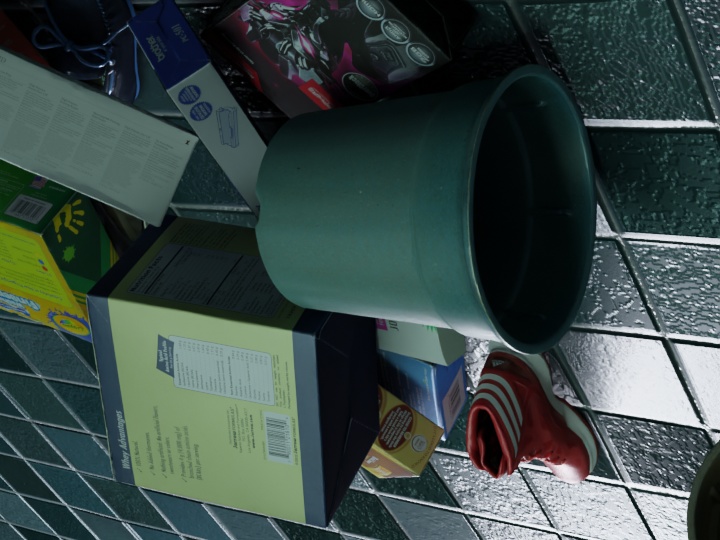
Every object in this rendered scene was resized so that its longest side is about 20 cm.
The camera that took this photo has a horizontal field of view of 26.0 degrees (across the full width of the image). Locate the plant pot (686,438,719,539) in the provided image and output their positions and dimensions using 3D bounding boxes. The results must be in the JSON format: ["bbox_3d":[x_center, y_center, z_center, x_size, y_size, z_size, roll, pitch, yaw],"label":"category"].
[{"bbox_3d":[0.387,0.235,1.297,0.200,0.201,0.184,13,158,29],"label":"plant pot"}]

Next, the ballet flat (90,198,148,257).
[{"bbox_3d":[-0.247,-0.079,1.517,0.073,0.073,0.200,9,138,34],"label":"ballet flat"}]

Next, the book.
[{"bbox_3d":[0.000,0.000,1.335,0.200,0.048,0.134,10,121,47],"label":"book"}]

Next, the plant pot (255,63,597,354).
[{"bbox_3d":[0.041,-0.043,1.132,0.195,0.201,0.201,1,140,32],"label":"plant pot"}]

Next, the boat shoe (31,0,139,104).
[{"bbox_3d":[-0.227,-0.185,1.322,0.084,0.069,0.200,18,148,21],"label":"boat shoe"}]

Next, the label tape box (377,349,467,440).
[{"bbox_3d":[0.000,0.074,1.513,0.199,0.063,0.144,20,150,20],"label":"label tape box"}]

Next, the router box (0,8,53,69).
[{"bbox_3d":[-0.357,-0.206,1.357,0.180,0.049,0.200,50,162,-15],"label":"router box"}]

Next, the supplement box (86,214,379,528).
[{"bbox_3d":[-0.101,0.081,1.306,0.199,0.134,0.201,10,124,18],"label":"supplement box"}]

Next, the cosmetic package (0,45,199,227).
[{"bbox_3d":[-0.239,-0.114,1.265,0.199,0.083,0.051,24,-172,-13],"label":"cosmetic package"}]

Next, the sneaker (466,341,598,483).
[{"bbox_3d":[0.149,0.163,1.456,0.078,0.116,0.200,1,139,42],"label":"sneaker"}]

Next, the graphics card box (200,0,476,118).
[{"bbox_3d":[-0.021,-0.180,1.158,0.125,0.051,0.200,42,148,-18],"label":"graphics card box"}]

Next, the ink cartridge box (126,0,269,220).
[{"bbox_3d":[-0.113,-0.122,1.263,0.094,0.044,0.200,58,-179,39],"label":"ink cartridge box"}]

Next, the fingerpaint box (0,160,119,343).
[{"bbox_3d":[-0.335,-0.029,1.527,0.199,0.073,0.167,17,146,29],"label":"fingerpaint box"}]

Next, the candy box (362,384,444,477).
[{"bbox_3d":[-0.030,0.120,1.467,0.200,0.057,0.117,34,163,-10],"label":"candy box"}]
